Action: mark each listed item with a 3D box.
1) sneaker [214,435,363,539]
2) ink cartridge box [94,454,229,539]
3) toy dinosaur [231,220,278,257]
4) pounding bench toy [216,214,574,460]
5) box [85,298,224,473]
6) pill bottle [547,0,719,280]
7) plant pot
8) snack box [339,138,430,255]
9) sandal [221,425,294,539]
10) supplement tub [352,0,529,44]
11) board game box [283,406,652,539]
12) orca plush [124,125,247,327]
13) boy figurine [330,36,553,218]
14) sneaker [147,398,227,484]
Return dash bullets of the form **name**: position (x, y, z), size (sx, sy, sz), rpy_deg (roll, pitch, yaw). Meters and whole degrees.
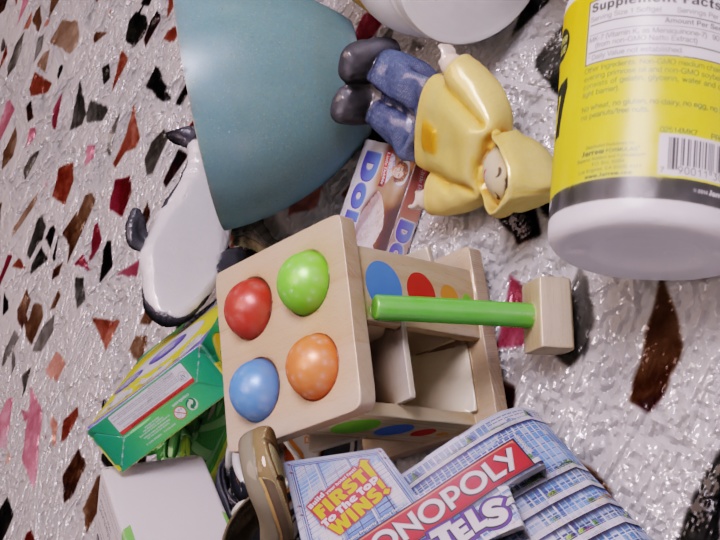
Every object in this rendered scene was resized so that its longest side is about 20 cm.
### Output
- **sneaker**: position (-0.081, 0.175, 0.923), size (0.200, 0.079, 0.079), rpy_deg (-53, 41, 27)
- **ink cartridge box**: position (-0.150, 0.267, 0.910), size (0.146, 0.083, 0.201), rpy_deg (-126, 39, -49)
- **toy dinosaur**: position (-0.110, -0.026, 1.075), size (0.088, 0.047, 0.200), rpy_deg (-56, 42, 10)
- **pounding bench toy**: position (0.019, 0.039, 0.766), size (0.199, 0.155, 0.125), rpy_deg (-24, 64, 40)
- **box**: position (-0.141, 0.078, 0.967), size (0.117, 0.048, 0.200), rpy_deg (-37, 7, 10)
- **pill bottle**: position (0.169, -0.104, 0.680), size (0.114, 0.114, 0.202), rpy_deg (-12, 66, 50)
- **plant pot**: position (-0.064, -0.143, 0.964), size (0.200, 0.134, 0.202), rpy_deg (170, 90, -88)
- **snack box**: position (0.000, 0.000, 0.932), size (0.072, 0.024, 0.201), rpy_deg (20, 91, 52)
- **sandal**: position (-0.066, 0.181, 0.756), size (0.081, 0.054, 0.201), rpy_deg (-111, 12, -51)
- **supplement tub**: position (0.037, -0.260, 0.894), size (0.145, 0.144, 0.200), rpy_deg (-61, 38, 15)
- **board game box**: position (0.046, 0.160, 0.691), size (0.199, 0.062, 0.200), rpy_deg (-33, 41, -7)
- **orca plush**: position (-0.161, -0.032, 1.048), size (0.071, 0.104, 0.201), rpy_deg (128, 139, -54)
- **boy figurine**: position (0.062, -0.090, 0.838), size (0.200, 0.064, 0.125), rpy_deg (41, 129, 39)
- **sneaker**: position (-0.138, 0.147, 0.991), size (0.083, 0.074, 0.201), rpy_deg (36, 109, 10)
